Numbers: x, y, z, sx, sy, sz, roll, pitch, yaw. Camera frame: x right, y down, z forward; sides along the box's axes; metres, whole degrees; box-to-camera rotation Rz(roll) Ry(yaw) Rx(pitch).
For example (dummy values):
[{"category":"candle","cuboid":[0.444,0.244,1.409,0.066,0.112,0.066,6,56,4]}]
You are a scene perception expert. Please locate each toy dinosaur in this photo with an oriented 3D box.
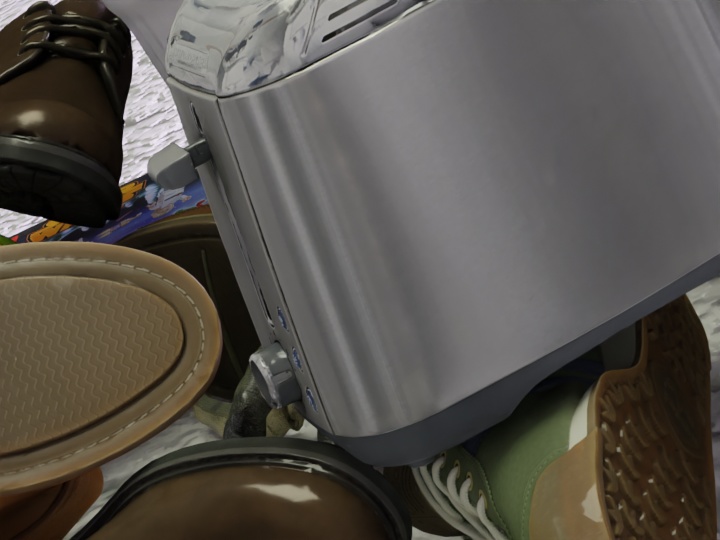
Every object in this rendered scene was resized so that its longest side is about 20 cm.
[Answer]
[{"category":"toy dinosaur","cuboid":[-0.021,0.043,0.871,0.200,0.047,0.089,132,155,-55]}]

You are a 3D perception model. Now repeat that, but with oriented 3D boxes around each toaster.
[{"category":"toaster","cuboid":[0.043,-0.047,0.744,0.199,0.130,0.114,-29,17,-9]}]

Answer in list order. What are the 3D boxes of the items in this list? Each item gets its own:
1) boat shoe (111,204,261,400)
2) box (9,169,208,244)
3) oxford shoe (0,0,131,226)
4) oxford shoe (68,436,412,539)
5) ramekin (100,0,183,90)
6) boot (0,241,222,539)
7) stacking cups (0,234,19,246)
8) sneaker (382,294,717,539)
[{"category":"boat shoe","cuboid":[0.000,0.000,0.958,0.199,0.072,0.068,-2,26,31]},{"category":"box","cuboid":[-0.074,-0.004,1.080,0.199,0.040,0.137,-25,20,7]},{"category":"oxford shoe","cuboid":[-0.120,-0.064,1.018,0.200,0.072,0.085,-143,71,-78]},{"category":"oxford shoe","cuboid":[-0.070,0.111,0.775,0.199,0.073,0.085,-29,21,28]},{"category":"ramekin","cuboid":[0.009,-0.114,0.993,0.200,0.098,0.201,-28,11,6]},{"category":"boot","cuboid":[-0.111,0.062,0.856,0.199,0.077,0.155,-28,-22,12]},{"category":"stacking cups","cuboid":[-0.159,-0.002,1.034,0.060,0.061,0.200,-30,21,-10]},{"category":"sneaker","cuboid":[0.048,0.058,0.767,0.090,0.067,0.200,-26,19,19]}]
